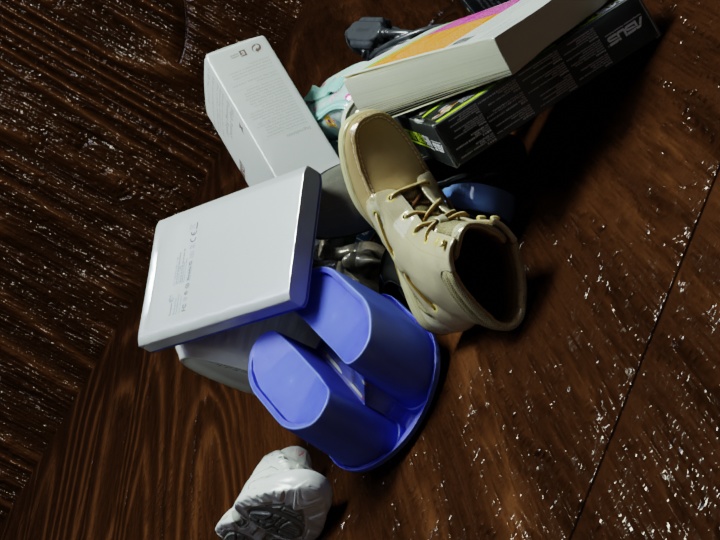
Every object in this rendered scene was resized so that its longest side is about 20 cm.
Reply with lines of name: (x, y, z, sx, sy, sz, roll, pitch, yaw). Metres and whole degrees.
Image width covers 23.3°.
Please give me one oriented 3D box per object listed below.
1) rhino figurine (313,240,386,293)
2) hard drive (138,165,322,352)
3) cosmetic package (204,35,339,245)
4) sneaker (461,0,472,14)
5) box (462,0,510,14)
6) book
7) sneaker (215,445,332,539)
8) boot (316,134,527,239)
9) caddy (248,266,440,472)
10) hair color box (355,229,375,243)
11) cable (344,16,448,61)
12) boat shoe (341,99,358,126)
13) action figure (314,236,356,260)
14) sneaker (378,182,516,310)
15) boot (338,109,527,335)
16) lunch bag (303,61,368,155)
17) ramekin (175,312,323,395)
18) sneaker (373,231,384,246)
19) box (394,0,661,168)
rhino figurine: (0.000, 0.000, 1.702, 0.200, 0.087, 0.060, 150, 128, -76)
hard drive: (-0.120, -0.008, 1.585, 0.199, 0.025, 0.133, -17, 56, 40)
cosmetic package: (-0.086, -0.127, 1.764, 0.201, 0.074, 0.102, 60, 163, 28)
sneaker: (0.168, -0.336, 1.787, 0.201, 0.087, 0.074, -59, 12, 6)
box: (0.160, -0.332, 1.620, 0.196, 0.124, 0.200, -38, 17, 10)
book: (0.094, -0.188, 1.438, 0.133, 0.048, 0.200, -37, 15, -32)
sneaker: (-0.072, 0.198, 1.599, 0.100, 0.078, 0.200, -63, 13, -26)
boot: (0.041, -0.083, 1.540, 0.199, 0.068, 0.131, -17, -1, -6)
caddy: (-0.009, 0.087, 1.505, 0.142, 0.105, 0.200, -56, 31, 5)
hair color box: (-0.029, -0.043, 1.989, 0.201, 0.060, 0.100, -56, 14, 19)
cable: (0.083, -0.217, 1.733, 0.200, 0.162, 0.051, 14, 96, 64)
boat shoe: (0.080, -0.156, 1.586, 0.201, 0.073, 0.060, -19, 15, -15)
action figure: (-0.047, 0.022, 1.867, 0.055, 0.118, 0.201, 27, 110, 40)
sneaker: (0.074, -0.014, 1.524, 0.200, 0.070, 0.078, 144, 138, -63)
boot: (0.058, -0.041, 1.386, 0.072, 0.201, 0.155, -24, 6, -16)
lunch bag: (0.021, -0.138, 1.769, 0.077, 0.160, 0.200, -63, 13, -13)
ramekin: (-0.085, 0.062, 1.686, 0.200, 0.199, 0.106, 160, 129, -71)
sneaker: (0.029, -0.068, 1.699, 0.070, 0.108, 0.200, -64, 13, -18)
box: (0.132, -0.163, 1.459, 0.199, 0.048, 0.193, -33, 14, -4)
